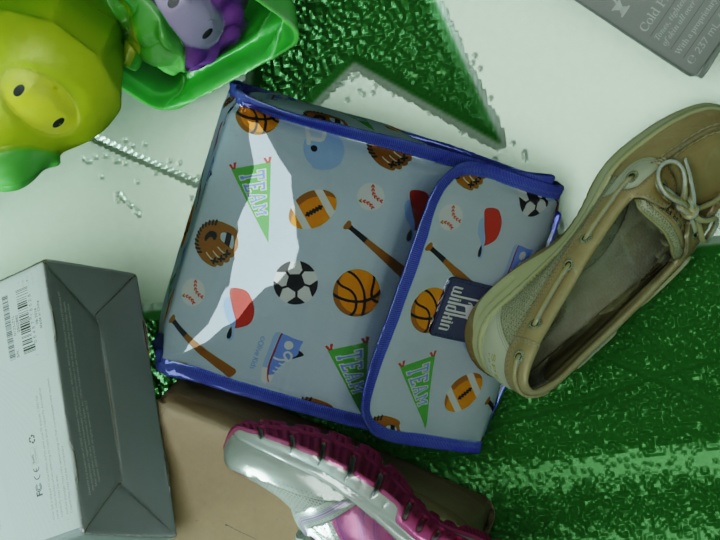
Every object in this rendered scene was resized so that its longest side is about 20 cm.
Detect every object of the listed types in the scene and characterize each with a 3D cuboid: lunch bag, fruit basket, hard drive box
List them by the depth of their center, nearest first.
[{"bbox_3d":[-0.151,-0.145,1.456,0.155,0.215,0.216,-24,90,44],"label":"fruit basket"},{"bbox_3d":[0.000,0.000,1.504,0.199,0.124,0.171,17,97,-8],"label":"lunch bag"},{"bbox_3d":[-0.209,0.100,1.515,0.199,0.077,0.157,-21,71,36],"label":"hard drive box"}]

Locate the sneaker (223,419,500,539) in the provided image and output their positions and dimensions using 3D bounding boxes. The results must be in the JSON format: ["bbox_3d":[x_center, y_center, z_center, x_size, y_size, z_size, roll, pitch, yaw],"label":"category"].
[{"bbox_3d":[0.003,0.154,1.428,0.200,0.081,0.088,35,98,8],"label":"sneaker"}]

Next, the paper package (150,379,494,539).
[{"bbox_3d":[-0.048,0.185,1.534,0.199,0.103,0.191,21,98,8],"label":"paper package"}]

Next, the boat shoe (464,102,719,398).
[{"bbox_3d":[0.146,-0.009,1.472,0.201,0.063,0.073,-41,121,-9],"label":"boat shoe"}]

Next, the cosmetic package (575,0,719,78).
[{"bbox_3d":[0.124,-0.205,1.452,0.199,0.090,0.107,30,102,-14],"label":"cosmetic package"}]
